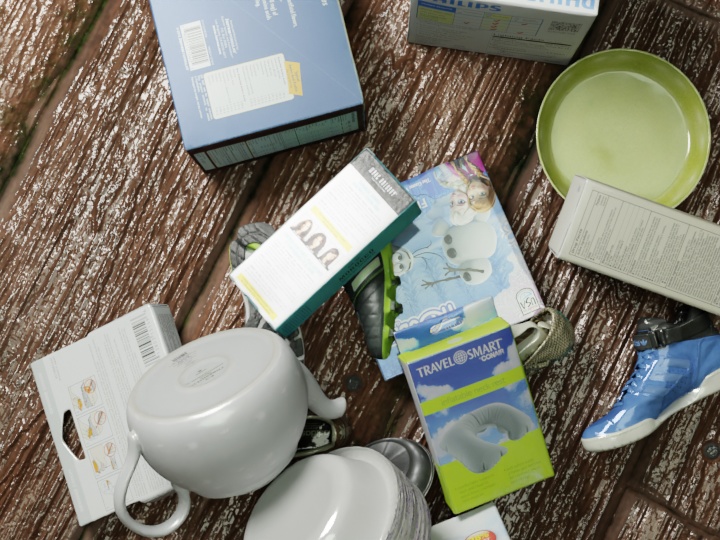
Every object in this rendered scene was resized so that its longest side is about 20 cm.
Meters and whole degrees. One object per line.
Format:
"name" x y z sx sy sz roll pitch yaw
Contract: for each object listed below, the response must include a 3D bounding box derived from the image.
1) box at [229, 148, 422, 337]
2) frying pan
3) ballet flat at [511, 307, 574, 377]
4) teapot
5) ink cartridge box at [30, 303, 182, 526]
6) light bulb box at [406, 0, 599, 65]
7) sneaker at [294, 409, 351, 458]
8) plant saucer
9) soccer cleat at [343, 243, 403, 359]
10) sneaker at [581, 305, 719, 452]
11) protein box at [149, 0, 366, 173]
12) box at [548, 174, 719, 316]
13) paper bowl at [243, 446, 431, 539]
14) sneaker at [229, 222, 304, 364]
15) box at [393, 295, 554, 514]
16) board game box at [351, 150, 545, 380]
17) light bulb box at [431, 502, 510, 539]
"box" -0.036 -0.028 1.264 0.200 0.049 0.082 -42 73 0
"frying pan" -0.007 0.246 1.306 0.189 0.115 0.031 -31 126 -4
"ballet flat" 0.146 0.109 1.323 0.200 0.068 0.075 -40 129 3
"teapot" -0.136 0.164 1.220 0.198 0.198 0.147 -11 115 17
"ink cartridge box" -0.262 0.162 1.336 0.173 0.043 0.201 -25 77 20
"light bulb box" 0.156 -0.320 1.307 0.196 0.200 0.126 8 85 1
"sneaker" -0.110 0.179 1.325 0.198 0.076 0.071 -8 85 0
"plant saucer" 0.299 -0.152 1.374 0.198 0.031 0.202 0 86 0
"soccer cleat" 0.000 0.000 1.310 0.080 0.068 0.202 -8 78 11
"sneaker" 0.313 0.112 1.324 0.199 0.077 0.112 -28 91 -6
"protein box" -0.112 -0.238 1.335 0.198 0.135 0.200 -15 84 -1
"box" 0.317 -0.029 1.315 0.199 0.078 0.096 21 99 -2
"paper bowl" -0.036 0.265 1.189 0.201 0.201 0.104 -47 119 -3
"sneaker" -0.096 0.049 1.334 0.073 0.081 0.202 -6 85 7
"box" 0.121 0.143 1.273 0.121 0.048 0.201 -20 102 -6
"board game box" 0.080 -0.005 1.356 0.199 0.043 0.200 -24 86 -1
"light bulb box" 0.087 0.368 1.220 0.197 0.200 0.126 -20 113 -1
